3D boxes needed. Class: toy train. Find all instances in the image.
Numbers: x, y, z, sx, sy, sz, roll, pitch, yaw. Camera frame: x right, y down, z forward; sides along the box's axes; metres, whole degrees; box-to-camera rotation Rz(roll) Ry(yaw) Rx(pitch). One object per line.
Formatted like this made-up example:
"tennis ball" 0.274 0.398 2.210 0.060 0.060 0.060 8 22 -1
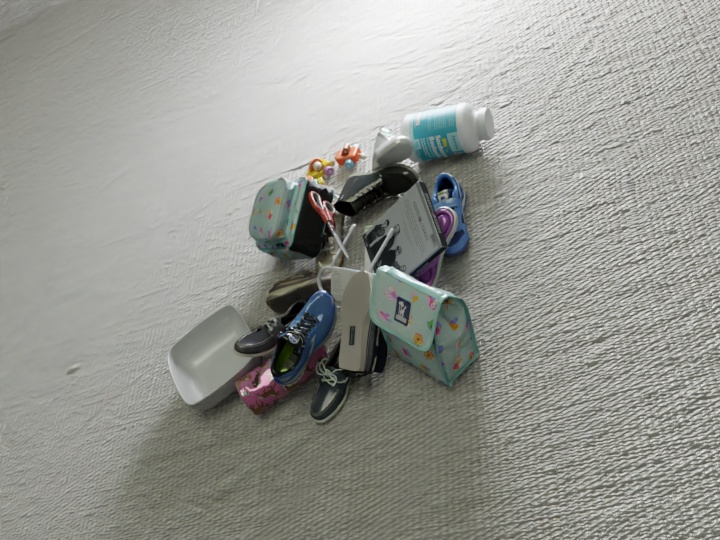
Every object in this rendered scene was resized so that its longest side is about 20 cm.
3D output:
"toy train" -0.079 -0.241 1.935 0.148 0.056 0.202 -2 47 33

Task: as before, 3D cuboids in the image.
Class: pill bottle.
"pill bottle" 0.198 -0.314 1.804 0.197 0.111 0.112 -7 51 26

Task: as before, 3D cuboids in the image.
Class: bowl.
"bowl" -0.306 0.194 1.713 0.199 0.075 0.200 -37 46 -2

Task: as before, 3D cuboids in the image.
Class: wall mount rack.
"wall mount rack" 0.000 0.000 1.616 0.198 0.074 0.177 9 100 45

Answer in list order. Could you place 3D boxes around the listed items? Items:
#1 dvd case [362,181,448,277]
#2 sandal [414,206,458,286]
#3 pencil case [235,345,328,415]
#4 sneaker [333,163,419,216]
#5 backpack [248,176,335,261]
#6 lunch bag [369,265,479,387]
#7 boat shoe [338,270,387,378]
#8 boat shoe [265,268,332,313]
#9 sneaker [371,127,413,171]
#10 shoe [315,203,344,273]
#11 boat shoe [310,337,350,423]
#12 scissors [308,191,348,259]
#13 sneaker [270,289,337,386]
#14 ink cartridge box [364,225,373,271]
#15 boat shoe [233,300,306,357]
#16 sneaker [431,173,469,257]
"dvd case" 0.085 -0.059 1.593 0.200 0.024 0.152 -42 56 42
"sandal" 0.128 -0.036 1.596 0.082 0.050 0.205 20 87 30
"pencil case" -0.159 0.205 1.612 0.199 0.083 0.087 -38 14 -1
"sneaker" 0.036 -0.174 1.802 0.198 0.075 0.107 -8 38 38
"backpack" -0.167 -0.114 1.802 0.199 0.151 0.179 -13 65 61
"lunch bag" 0.111 0.090 1.455 0.122 0.201 0.169 -44 46 -20
"boat shoe" 0.012 0.106 1.536 0.074 0.092 0.204 6 86 37
"boat shoe" -0.117 0.029 1.736 0.197 0.075 0.074 -14 47 17
"sneaker" 0.062 -0.284 1.805 0.074 0.200 0.090 -1 82 -16
"shoe" -0.074 -0.073 1.808 0.069 0.054 0.202 -14 49 20
"boat shoe" -0.046 0.200 1.562 0.074 0.062 0.201 20 67 36
"scissors" -0.068 -0.097 1.661 0.014 0.073 0.201 -43 36 21
"sneaker" -0.110 0.129 1.535 0.078 0.089 0.202 27 83 13
"ink cartridge box" 0.078 -0.002 1.668 0.143 0.048 0.204 -7 75 26
"boat shoe" -0.182 0.116 1.641 0.072 0.064 0.199 26 35 36
"sneaker" 0.183 -0.118 1.674 0.073 0.083 0.202 -14 50 18
